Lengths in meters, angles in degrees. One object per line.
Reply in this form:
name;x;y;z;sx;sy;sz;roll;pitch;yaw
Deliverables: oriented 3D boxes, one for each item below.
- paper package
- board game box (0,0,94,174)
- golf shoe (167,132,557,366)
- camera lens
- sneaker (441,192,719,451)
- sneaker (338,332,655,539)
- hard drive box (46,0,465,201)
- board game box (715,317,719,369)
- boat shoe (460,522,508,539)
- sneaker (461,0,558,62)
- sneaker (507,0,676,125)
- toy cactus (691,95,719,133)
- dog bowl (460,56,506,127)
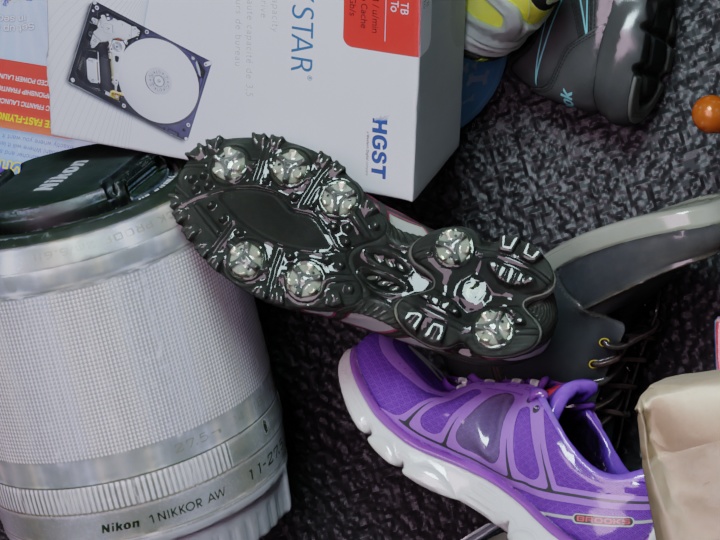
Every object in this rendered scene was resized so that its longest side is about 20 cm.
paper package;0.231;0.085;1.186;0.199;0.191;0.104;-8;87;12
board game box;-0.160;-0.135;1.535;0.199;0.056;0.197;11;90;23
golf shoe;0.000;0.000;1.337;0.199;0.088;0.077;24;79;13
camera lens;-0.129;0.044;1.419;0.159;0.160;0.201;-6;109;22
sneaker;0.128;0.036;1.378;0.200;0.075;0.107;-29;80;46
sneaker;0.076;0.078;1.351;0.200;0.081;0.084;32;105;31
hard drive box;-0.052;-0.134;1.367;0.199;0.077;0.157;10;118;18
board game box;0.271;0.118;1.309;0.195;0.056;0.201;-3;84;12
boat shoe;0.117;0.143;1.391;0.199;0.062;0.073;-21;75;18
sneaker;0.056;-0.210;1.394;0.076;0.075;0.201;-27;83;49
sneaker;0.130;-0.178;1.410;0.079;0.075;0.201;15;90;25
toy cactus;0.243;-0.056;1.319;0.200;0.102;0.165;-47;32;21
dog bowl;0.013;-0.169;1.470;0.111;0.050;0.201;-10;81;21
